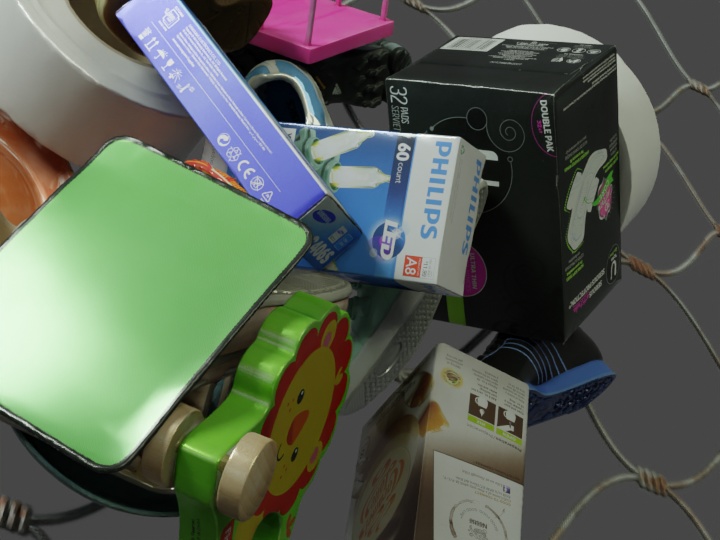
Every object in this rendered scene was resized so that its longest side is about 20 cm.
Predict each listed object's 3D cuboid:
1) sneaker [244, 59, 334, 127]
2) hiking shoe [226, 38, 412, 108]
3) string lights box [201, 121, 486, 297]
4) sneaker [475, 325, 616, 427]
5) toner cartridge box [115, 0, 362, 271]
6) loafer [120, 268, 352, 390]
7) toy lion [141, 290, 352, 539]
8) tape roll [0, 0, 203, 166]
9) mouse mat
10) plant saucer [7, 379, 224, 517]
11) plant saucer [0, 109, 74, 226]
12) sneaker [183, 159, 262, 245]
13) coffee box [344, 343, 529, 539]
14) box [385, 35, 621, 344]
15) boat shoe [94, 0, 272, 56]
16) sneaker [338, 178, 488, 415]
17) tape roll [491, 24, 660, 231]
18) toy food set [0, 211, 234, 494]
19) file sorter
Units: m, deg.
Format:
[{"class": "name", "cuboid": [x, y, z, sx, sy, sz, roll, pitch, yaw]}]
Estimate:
[{"class": "sneaker", "cuboid": [-0.036, -0.071, 1.147, 0.202, 0.071, 0.072, 61, 29, 2]}, {"class": "hiking shoe", "cuboid": [-0.055, -0.178, 1.275, 0.198, 0.075, 0.087, -1, 28, -35]}, {"class": "string lights box", "cuboid": [-0.018, -0.047, 1.036, 0.059, 0.197, 0.104, 22, 76, -64]}, {"class": "sneaker", "cuboid": [0.118, 0.079, 1.156, 0.199, 0.070, 0.078, -6, 52, -47]}, {"class": "toner cartridge box", "cuboid": [-0.080, -0.098, 0.980, 0.201, 0.043, 0.095, 53, 3, 19]}, {"class": "loafer", "cuboid": [-0.080, 0.039, 0.931, 0.071, 0.064, 0.199, 15, 14, 34]}, {"class": "toy lion", "cuboid": [-0.061, 0.120, 0.888, 0.068, 0.202, 0.192, 19, 28, 17]}, {"class": "tape roll", "cuboid": [-0.195, -0.165, 1.103, 0.201, 0.071, 0.204, 31, 31, -21]}, {"class": "mouse mat", "cuboid": [-0.141, 0.011, 0.846, 0.160, 0.008, 0.200, 27, 56, 21]}, {"class": "plant saucer", "cuboid": [-0.155, 0.079, 0.966, 0.198, 0.036, 0.202, 23, 43, -23]}, {"class": "plant saucer", "cuboid": [-0.289, -0.057, 1.001, 0.198, 0.032, 0.202, 21, 42, -20]}, {"class": "sneaker", "cuboid": [-0.104, -0.033, 0.970, 0.076, 0.074, 0.199, 18, 2, -32]}, {"class": "coffee box", "cuboid": [0.048, 0.166, 0.982, 0.079, 0.115, 0.201, 26, 41, -14]}, {"class": "box", "cuboid": [0.116, -0.067, 1.152, 0.147, 0.203, 0.124, 9, 28, 31]}, {"class": "boat shoe", "cuboid": [-0.138, -0.200, 1.068, 0.063, 0.074, 0.200, 44, 17, 16]}, {"class": "sneaker", "cuboid": [0.000, 0.000, 1.091, 0.117, 0.202, 0.074, 27, -4, 18]}, {"class": "tape roll", "cuboid": [0.149, -0.100, 1.239, 0.202, 0.203, 0.071, 43, 39, 6]}, {"class": "toy food set", "cuboid": [-0.166, 0.038, 0.918, 0.198, 0.060, 0.145, 29, 41, -16]}, {"class": "file sorter", "cuboid": [-0.080, -0.270, 1.213, 0.198, 0.127, 0.139, 22, 28, 24]}]
